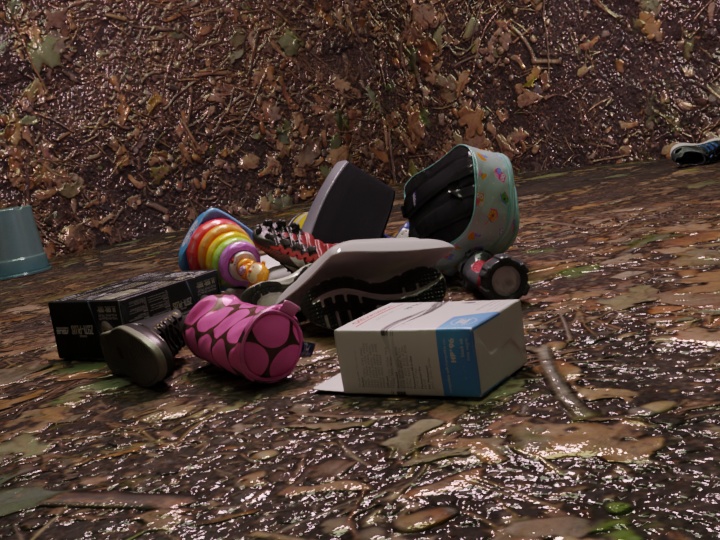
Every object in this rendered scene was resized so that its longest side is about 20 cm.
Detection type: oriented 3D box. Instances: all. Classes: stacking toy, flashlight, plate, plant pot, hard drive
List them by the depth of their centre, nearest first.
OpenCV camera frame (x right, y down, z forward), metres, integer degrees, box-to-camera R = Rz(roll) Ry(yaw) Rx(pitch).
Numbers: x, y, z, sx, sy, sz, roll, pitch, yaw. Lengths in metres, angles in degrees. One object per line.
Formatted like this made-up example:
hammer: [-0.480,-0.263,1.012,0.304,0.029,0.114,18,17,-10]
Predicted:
plate: [0.000,0.000,1.270,0.197,0.033,0.200,-5,-21,-33]
flashlight: [0.183,0.001,1.288,0.066,0.069,0.200,-10,9,-2]
stacking toy: [-0.193,-0.013,1.414,0.109,0.117,0.199,32,-2,-34]
hard drive: [-0.020,-0.083,1.545,0.134,0.202,0.042,29,-29,-9]
plant pot: [-1.032,-0.085,2.716,0.196,0.200,0.200,-9,8,1]

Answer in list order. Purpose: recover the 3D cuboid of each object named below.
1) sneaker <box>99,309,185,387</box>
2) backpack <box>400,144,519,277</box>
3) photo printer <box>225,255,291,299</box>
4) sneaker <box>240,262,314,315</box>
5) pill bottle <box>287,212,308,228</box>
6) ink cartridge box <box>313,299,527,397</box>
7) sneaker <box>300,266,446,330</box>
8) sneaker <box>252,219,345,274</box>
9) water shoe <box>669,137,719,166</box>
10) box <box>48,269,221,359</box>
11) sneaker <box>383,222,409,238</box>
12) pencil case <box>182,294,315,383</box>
sneaker: [-0.249,0.084,1.139,0.105,0.076,0.199,-23,13,-28]
backpack: [0.166,-0.096,1.445,0.151,0.179,0.200,11,-27,-19]
photo printer: [-0.131,0.007,1.574,0.197,0.071,0.165,-14,10,-31]
sneaker: [-0.110,0.041,1.364,0.198,0.078,0.088,-11,-6,-39]
pill bottle: [-0.054,-0.059,1.788,0.111,0.114,0.199,-15,10,-36]
ink cartridge box: [0.054,0.076,0.928,0.197,0.069,0.115,-4,10,34]
sneaker: [0.015,0.043,1.243,0.196,0.075,0.080,-6,-7,-11]
sneaker: [-0.086,-0.011,1.429,0.198,0.098,0.071,19,32,-25]
water shoe: [1.016,-0.337,2.702,0.196,0.072,0.079,-7,36,7]
box: [-0.327,0.063,1.358,0.162,0.088,0.199,-3,11,35]
sneaker: [0.100,-0.039,1.574,0.197,0.090,0.075,-4,8,21]
pencil case: [-0.138,0.073,1.073,0.090,0.095,0.199,22,-8,-32]
